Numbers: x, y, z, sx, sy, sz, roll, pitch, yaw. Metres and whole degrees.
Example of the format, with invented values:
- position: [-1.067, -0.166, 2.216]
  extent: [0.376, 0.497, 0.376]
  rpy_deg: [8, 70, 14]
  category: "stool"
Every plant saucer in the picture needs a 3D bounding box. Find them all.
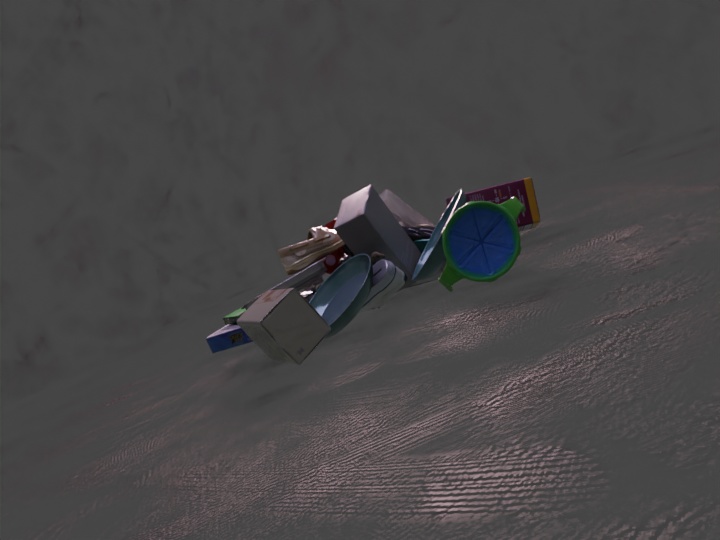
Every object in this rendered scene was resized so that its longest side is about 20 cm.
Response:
- position: [0.163, -0.061, 1.584]
  extent: [0.203, 0.035, 0.200]
  rpy_deg: [-63, 1, 2]
  category: "plant saucer"
- position: [-0.039, 0.058, 1.514]
  extent: [0.199, 0.036, 0.201]
  rpy_deg: [-42, 20, 19]
  category: "plant saucer"

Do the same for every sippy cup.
- position: [0.215, -0.046, 1.434]
  extent: [0.174, 0.143, 0.130]
  rpy_deg: [-11, -5, 8]
  category: "sippy cup"

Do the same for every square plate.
- position: [0.076, -0.076, 1.878]
  extent: [0.197, 0.198, 0.029]
  rpy_deg: [-36, 25, 46]
  category: "square plate"

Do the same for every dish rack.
- position: [-0.158, 0.045, 1.735]
  extent: [0.198, 0.044, 0.171]
  rpy_deg: [-30, 1, -15]
  category: "dish rack"

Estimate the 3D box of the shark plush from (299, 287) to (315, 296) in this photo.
- position: [-0.113, 0.078, 1.871]
  extent: [0.082, 0.093, 0.199]
  rpy_deg: [14, 13, 20]
  category: "shark plush"

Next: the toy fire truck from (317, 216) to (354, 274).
- position: [0.004, -0.049, 1.830]
  extent: [0.169, 0.199, 0.112]
  rpy_deg: [-54, -7, 13]
  category: "toy fire truck"

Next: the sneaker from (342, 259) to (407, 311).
- position: [0.011, 0.055, 1.582]
  extent: [0.199, 0.070, 0.074]
  rpy_deg: [-35, 40, 36]
  category: "sneaker"

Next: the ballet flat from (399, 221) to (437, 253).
- position: [0.108, -0.072, 1.760]
  extent: [0.195, 0.075, 0.073]
  rpy_deg: [2, 8, 7]
  category: "ballet flat"

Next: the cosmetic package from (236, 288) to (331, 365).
- position: [-0.138, 0.096, 1.417]
  extent: [0.087, 0.104, 0.199]
  rpy_deg: [-45, 13, -16]
  category: "cosmetic package"

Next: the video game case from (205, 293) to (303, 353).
- position: [-0.247, 0.128, 1.961]
  extent: [0.197, 0.046, 0.181]
  rpy_deg: [-18, 11, 38]
  category: "video game case"

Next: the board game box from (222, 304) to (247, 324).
- position: [-0.247, 0.095, 1.928]
  extent: [0.104, 0.024, 0.199]
  rpy_deg: [-31, 11, -30]
  category: "board game box"

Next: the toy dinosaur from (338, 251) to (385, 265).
- position: [0.000, 0.000, 1.626]
  extent: [0.048, 0.087, 0.201]
  rpy_deg: [-60, -8, -31]
  category: "toy dinosaur"

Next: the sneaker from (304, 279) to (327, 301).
- position: [-0.107, 0.084, 1.684]
  extent: [0.113, 0.077, 0.199]
  rpy_deg: [-28, -1, -43]
  category: "sneaker"

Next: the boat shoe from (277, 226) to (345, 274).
- position: [-0.086, -0.064, 1.730]
  extent: [0.198, 0.066, 0.072]
  rpy_deg: [-31, 6, -22]
  category: "boat shoe"

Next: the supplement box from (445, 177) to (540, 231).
- position: [0.299, -0.131, 1.835]
  extent: [0.196, 0.106, 0.131]
  rpy_deg: [-13, -4, 7]
  category: "supplement box"

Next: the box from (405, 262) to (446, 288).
- position: [0.175, -0.015, 1.775]
  extent: [0.143, 0.037, 0.198]
  rpy_deg: [-17, 6, 46]
  category: "box"

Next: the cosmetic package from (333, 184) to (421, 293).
- position: [0.038, -0.061, 1.667]
  extent: [0.089, 0.201, 0.108]
  rpy_deg: [-26, 27, 30]
  category: "cosmetic package"
